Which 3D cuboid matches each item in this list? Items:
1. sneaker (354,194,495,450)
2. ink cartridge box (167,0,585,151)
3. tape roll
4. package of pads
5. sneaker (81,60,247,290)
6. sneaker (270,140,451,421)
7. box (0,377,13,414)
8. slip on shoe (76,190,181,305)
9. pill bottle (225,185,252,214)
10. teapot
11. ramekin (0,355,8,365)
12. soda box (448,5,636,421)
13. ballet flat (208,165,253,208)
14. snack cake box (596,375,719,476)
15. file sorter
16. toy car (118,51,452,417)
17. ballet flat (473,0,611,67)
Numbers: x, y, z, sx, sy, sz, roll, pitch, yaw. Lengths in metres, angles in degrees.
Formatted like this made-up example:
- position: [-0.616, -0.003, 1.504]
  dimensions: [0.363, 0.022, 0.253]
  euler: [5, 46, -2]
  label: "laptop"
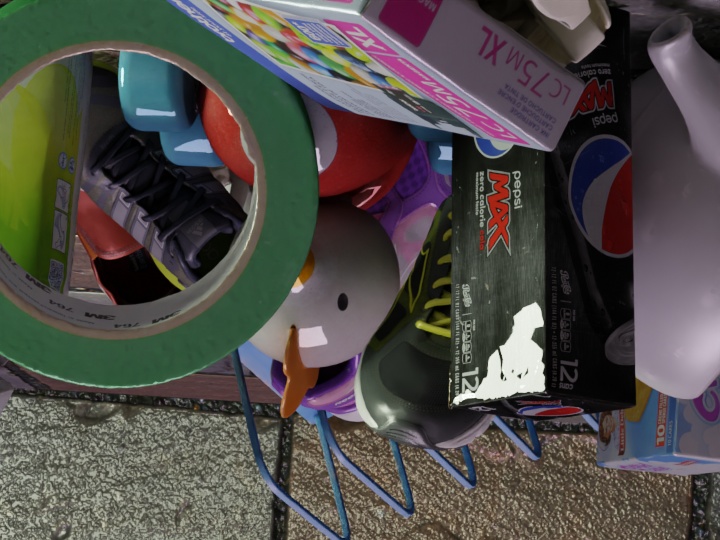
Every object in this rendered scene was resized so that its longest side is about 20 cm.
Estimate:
- position: [0.049, 0.007, 1.320]
  dimensions: [0.074, 0.200, 0.085]
  euler: [15, 131, 9]
  label: "sneaker"
- position: [-0.009, -0.104, 1.128]
  dimensions: [0.119, 0.042, 0.200]
  euler: [32, 172, -35]
  label: "ink cartridge box"
- position: [-0.120, -0.044, 1.282]
  dimensions: [0.200, 0.201, 0.048]
  euler: [4, -166, -3]
  label: "tape roll"
- position: [-0.244, -0.063, 1.371]
  dimensions: [0.200, 0.155, 0.068]
  euler: [4, 171, 7]
  label: "package of pads"
- position: [-0.111, -0.046, 1.488]
  dimensions: [0.200, 0.074, 0.081]
  euler: [43, 176, -35]
  label: "sneaker"
- position: [0.000, 0.000, 1.511]
  dimensions: [0.080, 0.200, 0.088]
  euler: [28, -161, 29]
  label: "sneaker"
- position: [-0.345, 0.093, 1.456]
  dimensions: [0.199, 0.171, 0.200]
  euler: [36, -162, 9]
  label: "box"
- position: [-0.145, -0.039, 1.555]
  dimensions: [0.074, 0.061, 0.200]
  euler: [-24, 134, -6]
  label: "slip on shoe"
- position: [0.001, -0.021, 1.704]
  dimensions: [0.200, 0.106, 0.106]
  euler: [9, 170, -32]
  label: "pill bottle"
- position: [0.169, -0.039, 1.370]
  dimensions: [0.146, 0.200, 0.197]
  euler: [38, -157, 7]
  label: "teapot"
- position: [-0.263, -0.038, 1.518]
  dimensions: [0.202, 0.094, 0.202]
  euler: [36, 178, 1]
  label: "ramekin"
- position: [0.088, -0.031, 1.265]
  dimensions: [0.063, 0.200, 0.071]
  euler: [10, 165, -40]
  label: "soda box"
- position: [-0.061, -0.066, 1.569]
  dimensions: [0.067, 0.064, 0.200]
  euler: [11, 169, -40]
  label: "ballet flat"
- position: [0.197, 0.018, 1.549]
  dimensions: [0.067, 0.200, 0.115]
  euler: [7, 171, -19]
  label: "snack cake box"
- position: [0.036, 0.069, 1.643]
  dimensions: [0.200, 0.123, 0.139]
  euler: [-26, 145, 14]
  label: "file sorter"
- position: [-0.027, -0.023, 1.379]
  dimensions: [0.184, 0.200, 0.177]
  euler: [2, 171, 9]
  label: "toy car"
- position: [0.069, -0.123, 1.076]
  dimensions: [0.072, 0.068, 0.200]
  euler: [46, 179, 17]
  label: "ballet flat"
